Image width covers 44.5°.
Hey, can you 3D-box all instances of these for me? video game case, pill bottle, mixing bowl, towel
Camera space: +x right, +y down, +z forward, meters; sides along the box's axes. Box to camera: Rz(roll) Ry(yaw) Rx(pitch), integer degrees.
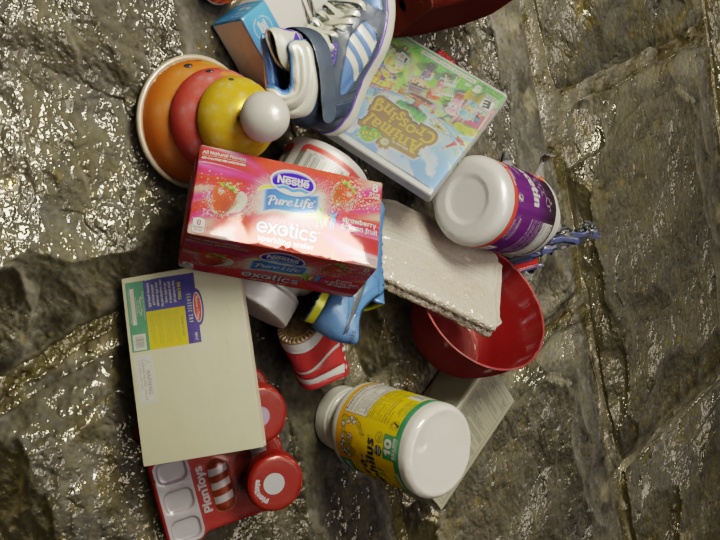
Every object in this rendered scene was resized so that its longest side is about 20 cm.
[{"bbox_3d":[0.055,-0.204,1.096,0.183,0.199,0.022,-51,166,-22],"label":"video game case"},{"bbox_3d":[-0.081,-0.044,1.031,0.114,0.113,0.202,39,71,-35],"label":"pill bottle"},{"bbox_3d":[0.188,-0.080,1.156,0.199,0.111,0.115,6,91,-54],"label":"pill bottle"},{"bbox_3d":[0.142,0.071,1.207,0.197,0.109,0.203,16,50,-20],"label":"mixing bowl"},{"bbox_3d":[0.033,0.203,1.098,0.111,0.198,0.115,-5,99,-39],"label":"pill bottle"},{"bbox_3d":[0.099,-0.005,1.136,0.197,0.035,0.134,24,47,-16],"label":"towel"}]

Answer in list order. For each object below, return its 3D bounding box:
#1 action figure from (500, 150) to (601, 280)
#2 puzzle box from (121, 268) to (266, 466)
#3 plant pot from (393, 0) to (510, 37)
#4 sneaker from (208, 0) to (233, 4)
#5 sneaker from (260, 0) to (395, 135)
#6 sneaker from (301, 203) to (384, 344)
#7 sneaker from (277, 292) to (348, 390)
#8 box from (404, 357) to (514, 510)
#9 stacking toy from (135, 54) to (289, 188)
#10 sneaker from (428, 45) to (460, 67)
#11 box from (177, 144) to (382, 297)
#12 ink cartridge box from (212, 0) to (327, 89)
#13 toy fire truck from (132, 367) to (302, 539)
[{"bbox_3d":[0.253,-0.077,1.315,0.196,0.105,0.197,-6,105,-14],"label":"action figure"},{"bbox_3d":[-0.178,0.097,0.941,0.131,0.025,0.204,-9,83,3],"label":"puzzle box"},{"bbox_3d":[0.098,-0.399,1.076,0.175,0.199,0.202,-32,99,-20],"label":"plant pot"},{"bbox_3d":[-0.122,-0.393,0.982,0.072,0.077,0.204,16,83,-37],"label":"sneaker"},{"bbox_3d":[-0.040,-0.257,0.959,0.146,0.080,0.203,16,92,-57],"label":"sneaker"},{"bbox_3d":[0.000,0.000,1.045,0.078,0.066,0.202,28,55,-7],"label":"sneaker"},{"bbox_3d":[-0.036,0.059,1.111,0.201,0.070,0.114,-56,145,-40],"label":"sneaker"},{"bbox_3d":[0.125,0.225,1.255,0.200,0.077,0.096,-49,122,-24],"label":"box"},{"bbox_3d":[-0.133,-0.157,0.920,0.144,0.198,0.149,-6,99,-39],"label":"stacking toy"},{"bbox_3d":[0.086,-0.212,1.177,0.079,0.095,0.203,27,52,-28],"label":"sneaker"},{"bbox_3d":[-0.083,-0.048,0.914,0.196,0.096,0.101,11,67,-14],"label":"box"},{"bbox_3d":[-0.064,-0.298,1.046,0.200,0.067,0.117,-47,123,-26],"label":"ink cartridge box"},{"bbox_3d":[-0.167,0.201,1.003,0.165,0.112,0.204,-17,105,-17],"label":"toy fire truck"}]
